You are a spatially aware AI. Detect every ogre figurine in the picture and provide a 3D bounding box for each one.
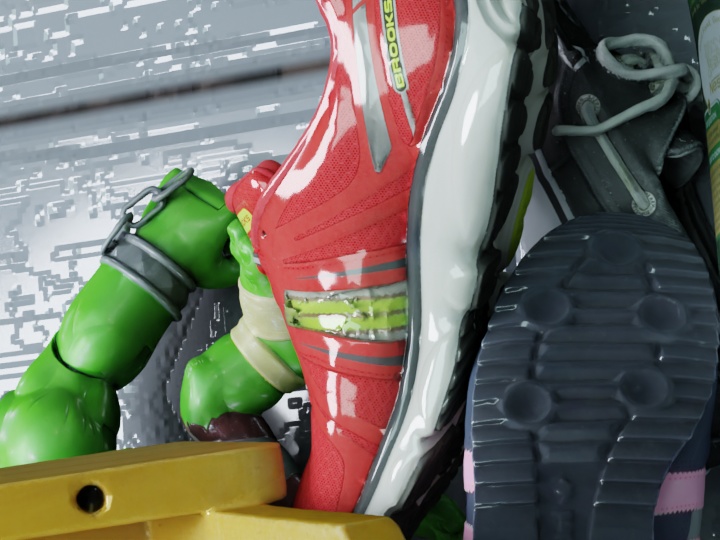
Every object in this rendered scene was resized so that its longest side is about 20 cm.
[{"bbox_3d":[-0.044,0.072,0.869,0.120,0.098,0.200,-37,83,-1],"label":"ogre figurine"}]

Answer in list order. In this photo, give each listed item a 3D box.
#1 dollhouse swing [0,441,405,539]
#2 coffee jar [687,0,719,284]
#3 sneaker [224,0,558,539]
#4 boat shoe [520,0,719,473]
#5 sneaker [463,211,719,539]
[{"bbox_3d":[-0.071,0.157,0.727,0.180,0.176,0.201,-8,92,-9],"label":"dollhouse swing"},{"bbox_3d":[0.140,-0.068,0.766,0.104,0.085,0.201,-7,80,-15],"label":"coffee jar"},{"bbox_3d":[0.000,0.000,0.777,0.084,0.077,0.201,17,107,15],"label":"sneaker"},{"bbox_3d":[0.076,-0.037,0.819,0.068,0.074,0.200,-25,76,19],"label":"boat shoe"},{"bbox_3d":[0.059,0.080,0.743,0.070,0.082,0.201,8,55,7],"label":"sneaker"}]
